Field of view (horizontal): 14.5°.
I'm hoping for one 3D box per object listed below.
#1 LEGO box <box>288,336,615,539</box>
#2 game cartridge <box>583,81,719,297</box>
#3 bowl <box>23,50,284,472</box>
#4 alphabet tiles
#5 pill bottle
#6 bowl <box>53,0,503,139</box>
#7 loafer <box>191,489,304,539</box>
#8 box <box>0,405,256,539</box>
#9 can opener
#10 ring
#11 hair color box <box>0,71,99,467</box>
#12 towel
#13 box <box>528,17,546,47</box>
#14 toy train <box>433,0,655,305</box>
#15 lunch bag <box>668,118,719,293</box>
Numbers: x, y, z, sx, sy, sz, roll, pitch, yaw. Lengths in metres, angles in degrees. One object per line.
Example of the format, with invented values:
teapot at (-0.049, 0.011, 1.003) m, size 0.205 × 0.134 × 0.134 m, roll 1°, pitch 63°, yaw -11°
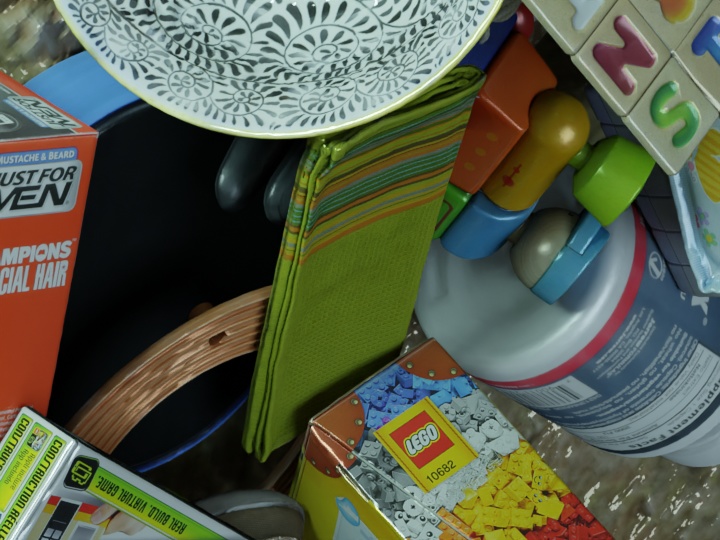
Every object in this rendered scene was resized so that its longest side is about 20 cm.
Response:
LEGO box at (0.036, 0.150, 1.294) m, size 0.077 × 0.149 × 0.200 m, roll -33°, pitch 159°, yaw -25°
game cartridge at (0.185, -0.101, 1.320) m, size 0.200 × 0.038 × 0.130 m, roll -49°, pitch 122°, yaw -30°
bowl at (-0.100, 0.001, 1.210) m, size 0.200 × 0.039 × 0.201 m, roll -23°, pitch 128°, yaw -33°
alphabet tiles at (0.127, -0.143, 1.088) m, size 0.200 × 0.006 × 0.167 m, roll 47°, pitch 69°, yaw -24°
pill bottle at (0.125, 0.024, 1.379) m, size 0.200 × 0.119 × 0.120 m, roll 31°, pitch 91°, yaw -49°
bowl at (-0.025, -0.154, 1.116) m, size 0.201 × 0.200 × 0.094 m, roll -66°, pitch 173°, yaw 9°
loafer at (-0.099, 0.170, 1.233) m, size 0.200 × 0.071 × 0.073 m, roll -32°, pitch 152°, yaw -17°
box at (-0.094, 0.141, 1.137) m, size 0.200 × 0.035 × 0.110 m, roll 36°, pitch 84°, yaw -50°
can opener at (0.004, -0.099, 1.199) m, size 0.079 × 0.063 × 0.200 m, roll 55°, pitch 52°, yaw -36°
ring at (-0.073, 0.077, 1.233) m, size 0.200 × 0.019 × 0.201 m, roll -31°, pitch 150°, yaw -20°
hair color box at (-0.172, 0.021, 1.099) m, size 0.064 × 0.111 × 0.201 m, roll -8°, pitch 120°, yaw -42°
towel at (0.000, 0.000, 1.181) m, size 0.086 × 0.018 × 0.200 m, roll -24°, pitch 147°, yaw -30°
box at (0.117, -0.187, 1.304) m, size 0.200 × 0.041 × 0.039 m, roll -49°, pitch 138°, yaw -8°
toy train at (0.077, -0.064, 1.194) m, size 0.085 × 0.116 × 0.200 m, roll -56°, pitch -178°, yaw -33°
lunch bag at (0.212, -0.109, 1.236) m, size 0.169 × 0.127 × 0.201 m, roll -32°, pitch 114°, yaw -45°
